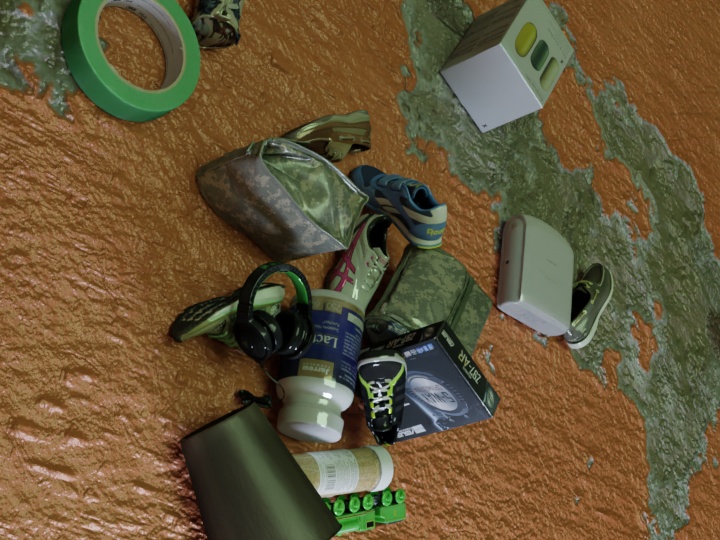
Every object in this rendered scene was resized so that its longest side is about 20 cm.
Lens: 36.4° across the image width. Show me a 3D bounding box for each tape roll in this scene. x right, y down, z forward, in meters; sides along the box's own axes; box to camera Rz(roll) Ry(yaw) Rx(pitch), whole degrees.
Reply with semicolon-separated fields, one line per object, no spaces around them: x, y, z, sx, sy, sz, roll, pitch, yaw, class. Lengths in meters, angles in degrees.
-0.316;-0.310;1.525;0.199;0.048;0.203;17;65;-41;tape roll

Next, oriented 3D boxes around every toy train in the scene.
-0.005;0.360;1.627;0.199;0.041;0.057;1;87;-45;toy train

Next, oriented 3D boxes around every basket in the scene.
-0.147;0.289;1.441;0.179;0.136;0.202;-27;90;-13;basket

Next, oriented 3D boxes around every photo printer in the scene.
0.332;0.002;2.058;0.166;0.069;0.202;29;58;-36;photo printer

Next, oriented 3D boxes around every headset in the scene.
-0.129;0.089;1.513;0.123;0.093;0.203;1;93;-48;headset

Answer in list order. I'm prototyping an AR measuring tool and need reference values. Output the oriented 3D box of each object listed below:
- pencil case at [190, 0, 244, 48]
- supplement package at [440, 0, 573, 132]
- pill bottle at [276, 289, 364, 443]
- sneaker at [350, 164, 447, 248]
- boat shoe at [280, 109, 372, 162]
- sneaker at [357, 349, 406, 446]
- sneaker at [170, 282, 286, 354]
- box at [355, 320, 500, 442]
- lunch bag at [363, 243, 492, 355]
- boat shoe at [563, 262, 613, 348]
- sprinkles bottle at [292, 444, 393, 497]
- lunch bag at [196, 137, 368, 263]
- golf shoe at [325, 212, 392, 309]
-0.203;-0.431;1.649;0.077;0.089;0.202;28;58;-35;pencil case
0.281;-0.397;2.078;0.152;0.150;0.201;51;48;-21;supplement package
-0.060;0.139;1.586;0.115;0.115;0.202;27;59;-36;pill bottle
0.067;-0.121;1.768;0.200;0.083;0.074;39;42;25;sneaker
-0.046;-0.207;1.745;0.199;0.075;0.073;-20;93;-45;boat shoe
0.038;0.190;1.590;0.201;0.071;0.084;80;4;-53;sneaker
-0.174;0.079;1.530;0.199;0.076;0.090;-21;103;-43;sneaker
0.089;0.172;1.663;0.161;0.199;0.044;54;41;-18;box
0.099;0.069;1.754;0.168;0.139;0.201;47;50;-21;lunch bag
0.441;0.057;2.149;0.060;0.072;0.203;49;52;-29;boat shoe
-0.042;0.293;1.589;0.199;0.068;0.069;4;74;-44;sprinkles bottle
-0.119;-0.114;1.575;0.200;0.163;0.119;39;58;-30;lunch bag
0.000;0.000;1.711;0.072;0.091;0.202;28;60;-38;golf shoe
